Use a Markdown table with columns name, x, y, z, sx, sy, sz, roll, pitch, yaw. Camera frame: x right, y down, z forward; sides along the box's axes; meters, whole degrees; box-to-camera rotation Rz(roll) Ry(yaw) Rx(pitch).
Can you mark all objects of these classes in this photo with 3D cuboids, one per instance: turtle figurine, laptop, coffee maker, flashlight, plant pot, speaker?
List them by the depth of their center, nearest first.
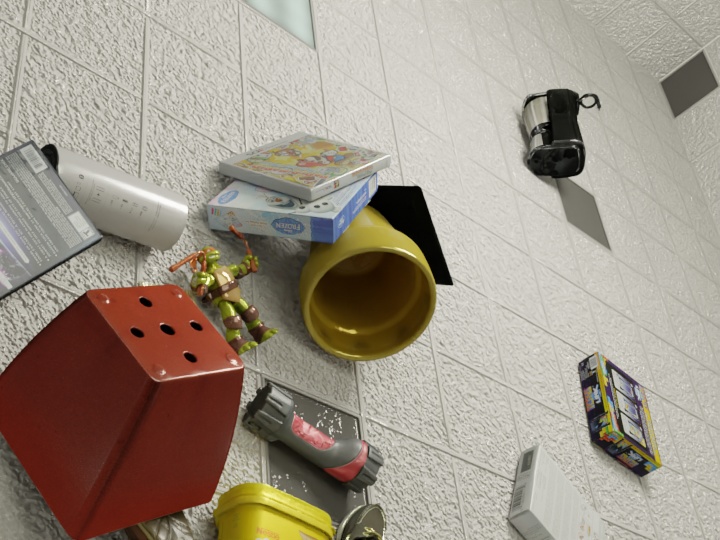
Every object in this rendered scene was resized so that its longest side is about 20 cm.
| name | x | y | z | sx | sy | sz | roll | pitch | yaw |
| --- | --- | --- | --- | --- | --- | --- | --- | --- | --- |
| plant pot | -0.238 | 0.126 | 1.121 | 0.200 | 0.177 | 0.199 | 45 | 27 | 26 |
| speaker | -0.319 | -0.090 | 1.366 | 0.198 | 0.081 | 0.082 | 20 | 44 | -42 |
| flashlight | -0.059 | 0.220 | 1.426 | 0.199 | 0.068 | 0.068 | 40 | 35 | -23 |
| turtle figurine | -0.185 | 0.033 | 1.442 | 0.163 | 0.064 | 0.200 | 63 | 23 | 0 |
| plant pot | 0.000 | 0.000 | 1.615 | 0.200 | 0.201 | 0.190 | 34 | 22 | -28 |
| laptop | 0.063 | -0.088 | 1.745 | 0.201 | 0.114 | 0.189 | -93 | 165 | -58 |
| coffee maker | 0.487 | -0.336 | 2.578 | 0.135 | 0.190 | 0.202 | 48 | 30 | -40 |

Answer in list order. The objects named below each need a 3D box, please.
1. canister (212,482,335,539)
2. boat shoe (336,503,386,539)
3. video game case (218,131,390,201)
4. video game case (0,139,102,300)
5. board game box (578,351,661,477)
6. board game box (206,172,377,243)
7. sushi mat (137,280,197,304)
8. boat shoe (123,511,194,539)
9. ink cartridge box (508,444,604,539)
| name | x | y | z | sx | sy | sz | roll | pitch | yaw |
| --- | --- | --- | --- | --- | --- | --- | --- | --- | --- |
| canister | -0.100 | 0.364 | 1.216 | 0.148 | 0.086 | 0.202 | 32 | 39 | -31 |
| boat shoe | 0.001 | 0.368 | 1.369 | 0.072 | 0.060 | 0.202 | 47 | 32 | -11 |
| video game case | -0.084 | -0.162 | 1.626 | 0.181 | 0.198 | 0.023 | -28 | 126 | -42 |
| video game case | -0.408 | -0.047 | 1.203 | 0.199 | 0.019 | 0.144 | -37 | 90 | -38 |
| board game box | 0.517 | 0.286 | 2.144 | 0.165 | 0.056 | 0.202 | 37 | 35 | -29 |
| board game box | -0.096 | -0.108 | 1.593 | 0.200 | 0.196 | 0.044 | -52 | 145 | -57 |
| sushi mat | -0.225 | 0.105 | 1.367 | 0.095 | 0.012 | 0.203 | 11 | 52 | -48 |
| boat shoe | -0.213 | 0.300 | 1.140 | 0.200 | 0.068 | 0.072 | 46 | 17 | 22 |
| ink cartridge box | 0.330 | 0.416 | 1.786 | 0.201 | 0.057 | 0.163 | 53 | 30 | -18 |
